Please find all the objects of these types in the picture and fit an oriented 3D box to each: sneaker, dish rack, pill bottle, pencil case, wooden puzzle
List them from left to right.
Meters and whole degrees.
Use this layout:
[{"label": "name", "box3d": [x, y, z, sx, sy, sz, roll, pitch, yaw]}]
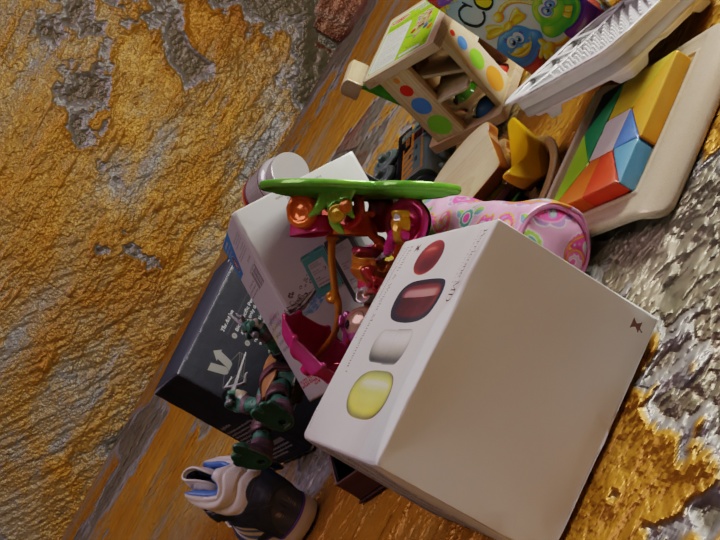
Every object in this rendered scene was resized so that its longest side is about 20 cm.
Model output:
[{"label": "sneaker", "box3d": [-0.146, 0.262, 1.238, 0.200, 0.146, 0.081, -30, 32, 63]}, {"label": "pill bottle", "box3d": [-0.190, -0.192, 2.393, 0.200, 0.109, 0.110, -30, 32, 63]}, {"label": "pencil case", "box3d": [0.118, -0.025, 0.957, 0.088, 0.087, 0.199, -61, 27, -10]}, {"label": "dish rack", "box3d": [0.239, -0.211, 1.000, 0.171, 0.044, 0.200, -42, 8, -20]}, {"label": "wooden puzzle", "box3d": [0.229, -0.113, 0.923, 0.186, 0.037, 0.200, -63, 15, -15]}]

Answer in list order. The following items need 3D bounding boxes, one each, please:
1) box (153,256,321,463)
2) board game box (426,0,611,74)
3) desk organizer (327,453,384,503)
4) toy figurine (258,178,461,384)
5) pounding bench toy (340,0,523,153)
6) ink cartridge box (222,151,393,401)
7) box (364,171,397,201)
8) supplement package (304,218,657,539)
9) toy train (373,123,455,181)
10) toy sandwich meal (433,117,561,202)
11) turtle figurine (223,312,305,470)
[{"label": "box", "box3d": [-0.129, 0.111, 1.381, 0.117, 0.199, 0.198, -36, 26, 58]}, {"label": "board game box", "box3d": [0.172, -0.308, 1.182, 0.103, 0.199, 0.105, -52, 16, 27]}, {"label": "desk organizer", "box3d": [0.027, 0.144, 1.020, 0.200, 0.077, 0.072, -45, 20, 46]}, {"label": "toy figurine", "box3d": [-0.002, 0.014, 0.970, 0.198, 0.150, 0.186, 2, 90, 33]}, {"label": "pounding bench toy", "box3d": [0.089, -0.237, 1.356, 0.199, 0.156, 0.125, -21, 36, 44]}, {"label": "ink cartridge box", "box3d": [-0.032, 0.012, 1.116, 0.145, 0.201, 0.147, -28, -4, -15]}, {"label": "box", "box3d": [0.000, 0.000, 1.230, 0.201, 0.159, 0.044, -60, 1, -3]}, {"label": "supplement package", "box3d": [0.081, 0.086, 0.808, 0.193, 0.146, 0.200, -62, 13, -11]}, {"label": "toy train", "box3d": [0.073, -0.124, 1.411, 0.114, 0.085, 0.201, -41, 21, 27]}, {"label": "toy sandwich meal", "box3d": [0.132, -0.074, 1.110, 0.206, 0.070, 0.206, -54, 15, 21]}, {"label": "turtle figurine", "box3d": [-0.106, 0.122, 1.205, 0.201, 0.099, 0.151, -95, 12, -56]}]
